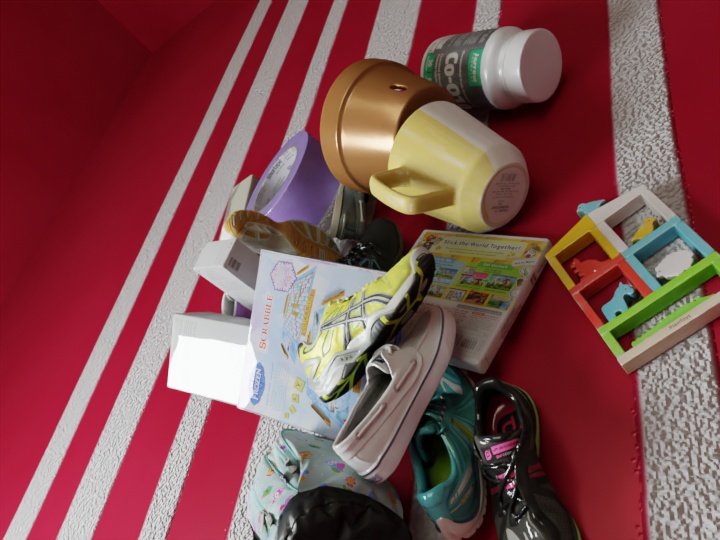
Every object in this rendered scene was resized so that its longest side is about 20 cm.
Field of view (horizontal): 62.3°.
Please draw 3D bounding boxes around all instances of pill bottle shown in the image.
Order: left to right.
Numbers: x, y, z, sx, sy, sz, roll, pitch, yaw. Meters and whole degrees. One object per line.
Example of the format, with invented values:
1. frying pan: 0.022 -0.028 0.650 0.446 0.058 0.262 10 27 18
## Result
1. pill bottle: 0.191 -0.299 0.888 0.198 0.113 0.114 19 72 53

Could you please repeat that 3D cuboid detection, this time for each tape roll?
1. tape roll: -0.122 -0.143 1.075 0.200 0.084 0.203 -42 30 32

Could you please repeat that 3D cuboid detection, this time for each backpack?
1. backpack: -0.041 0.250 0.618 0.128 0.165 0.199 -61 22 -9

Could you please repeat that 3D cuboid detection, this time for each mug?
1. mug: 0.124 -0.112 0.774 0.187 0.150 0.153 -44 44 -6

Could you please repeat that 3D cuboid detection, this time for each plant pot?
1. plant pot: 0.057 -0.207 0.884 0.139 0.200 0.202 22 74 47

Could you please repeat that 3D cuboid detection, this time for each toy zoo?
1. toy zoo: 0.276 -0.008 0.614 0.130 0.020 0.202 -38 37 16

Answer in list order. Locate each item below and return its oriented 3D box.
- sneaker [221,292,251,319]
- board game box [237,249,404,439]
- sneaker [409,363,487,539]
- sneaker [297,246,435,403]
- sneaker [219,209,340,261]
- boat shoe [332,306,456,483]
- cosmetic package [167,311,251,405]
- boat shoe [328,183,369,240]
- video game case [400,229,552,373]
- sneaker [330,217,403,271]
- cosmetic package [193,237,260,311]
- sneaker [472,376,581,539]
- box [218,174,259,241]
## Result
1. sneaker: -0.154 0.029 0.965 0.072 0.114 0.204 -4 54 46
2. board game box: -0.047 0.089 0.720 0.195 0.041 0.205 11 92 25
3. sneaker: 0.085 0.165 0.607 0.077 0.080 0.202 -30 31 22
4. sneaker: 0.001 0.048 0.636 0.076 0.075 0.201 45 103 20
5. sneaker: -0.128 -0.033 0.944 0.088 0.196 0.077 -51 32 42
6. boat shoe: 0.037 0.108 0.604 0.073 0.065 0.202 -32 24 52
7. cosmetic package: -0.176 0.126 0.851 0.196 0.081 0.116 8 92 27
8. boat shoe: -0.009 -0.122 1.005 0.202 0.060 0.074 -79 3 -47
9. video game case: 0.110 0.026 0.729 0.198 0.023 0.183 8 54 48
10. sneaker: 0.000 0.000 0.810 0.072 0.082 0.203 -8 49 41
11. cosmetic package: -0.141 0.030 0.874 0.081 0.200 0.051 -5 54 43
12. sneaker: 0.135 0.186 0.536 0.076 0.084 0.202 -33 39 21
13. box: -0.221 -0.085 1.168 0.068 0.082 0.203 -26 40 29
